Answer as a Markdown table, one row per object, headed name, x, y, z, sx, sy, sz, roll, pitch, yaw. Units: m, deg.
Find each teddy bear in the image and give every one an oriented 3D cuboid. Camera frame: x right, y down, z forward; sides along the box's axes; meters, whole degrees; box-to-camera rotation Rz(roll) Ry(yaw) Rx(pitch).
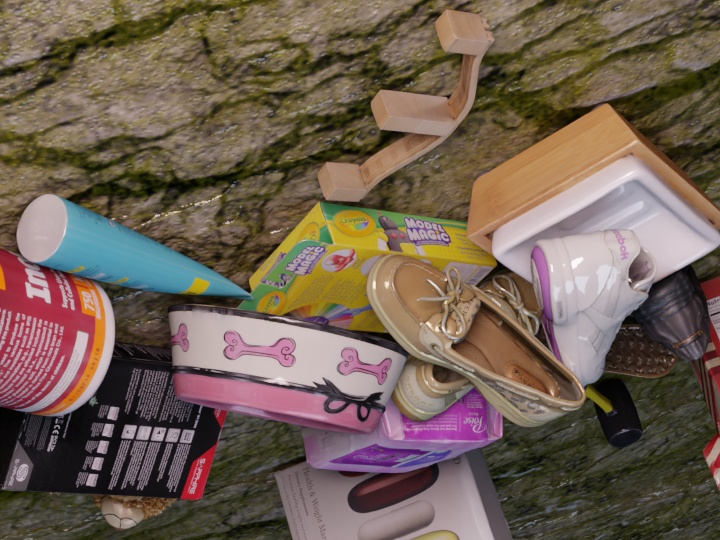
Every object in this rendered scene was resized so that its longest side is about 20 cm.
| name | x | y | z | sx | sy | sz | roll | pitch | yaw |
| --- | --- | --- | --- | --- | --- | --- | --- | --- | --- |
| teddy bear | -0.218 | 0.180 | 1.577 | 0.144 | 0.067 | 0.200 | 0 | 145 | -26 |

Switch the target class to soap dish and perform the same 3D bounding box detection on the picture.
| name | x | y | z | sx | sy | sz | roll | pitch | yaw |
| --- | --- | --- | --- | --- | --- | --- | --- | --- | --- |
| soap dish | 0.193 | -0.048 | 1.402 | 0.157 | 0.082 | 0.200 | -30 | 149 | 21 |

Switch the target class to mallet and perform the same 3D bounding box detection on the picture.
| name | x | y | z | sx | sy | sz | roll | pitch | yaw |
| --- | --- | --- | --- | --- | --- | --- | --- | --- | --- |
| mallet | 0.227 | 0.112 | 1.753 | 0.041 | 0.066 | 0.200 | -30 | 134 | 19 |

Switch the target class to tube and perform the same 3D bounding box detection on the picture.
| name | x | y | z | sx | sy | sz | roll | pitch | yaw |
| --- | --- | --- | --- | --- | --- | --- | --- | --- | --- |
| tube | -0.171 | -0.007 | 1.300 | 0.077 | 0.051 | 0.200 | 13 | 174 | 39 |

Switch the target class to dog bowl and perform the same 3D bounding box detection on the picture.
| name | x | y | z | sx | sy | sz | roll | pitch | yaw |
| --- | --- | --- | --- | --- | --- | --- | --- | --- | --- |
| dog bowl | -0.064 | 0.083 | 1.388 | 0.199 | 0.074 | 0.200 | 10 | 173 | 1 |

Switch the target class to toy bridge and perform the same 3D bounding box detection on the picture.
| name | x | y | z | sx | sy | sz | roll | pitch | yaw |
| --- | --- | --- | --- | --- | --- | --- | --- | --- | --- |
| toy bridge | 0.040 | -0.114 | 1.256 | 0.067 | 0.027 | 0.200 | 1 | 146 | -34 |

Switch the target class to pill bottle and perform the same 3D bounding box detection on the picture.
| name | x | y | z | sx | sy | sz | roll | pitch | yaw |
| --- | --- | --- | --- | --- | --- | --- | --- | --- | --- |
| pill bottle | -0.284 | 0.035 | 1.241 | 0.113 | 0.114 | 0.199 | -34 | 148 | 27 |

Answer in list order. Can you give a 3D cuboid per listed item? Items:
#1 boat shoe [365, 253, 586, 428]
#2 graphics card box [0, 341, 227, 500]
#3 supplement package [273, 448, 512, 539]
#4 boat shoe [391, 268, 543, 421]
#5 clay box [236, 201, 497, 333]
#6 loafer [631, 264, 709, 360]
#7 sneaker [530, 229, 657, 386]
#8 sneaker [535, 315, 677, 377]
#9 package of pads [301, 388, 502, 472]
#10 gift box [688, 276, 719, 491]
| name | x | y | z | sx | sy | sz | roll | pitch | yaw |
| --- | --- | --- | --- | --- | --- | --- | --- | --- | --- |
| boat shoe | 0.093 | 0.050 | 1.356 | 0.200 | 0.074 | 0.063 | 35 | 152 | -19 |
| graphics card box | -0.208 | 0.125 | 1.441 | 0.199 | 0.051 | 0.126 | 8 | 105 | -41 |
| supplement package | 0.045 | 0.276 | 1.761 | 0.199 | 0.192 | 0.147 | -23 | 152 | 7 |
| boat shoe | 0.104 | 0.054 | 1.463 | 0.200 | 0.073 | 0.063 | -34 | 178 | -37 |
| clay box | 0.000 | 0.000 | 1.409 | 0.199 | 0.048 | 0.115 | 8 | 141 | -37 |
| loafer | 0.277 | 0.036 | 1.533 | 0.073 | 0.073 | 0.200 | -30 | -179 | 15 |
| sneaker | 0.194 | 0.033 | 1.378 | 0.099 | 0.075 | 0.200 | -17 | 151 | 2 |
| sneaker | 0.188 | 0.058 | 1.593 | 0.199 | 0.068 | 0.090 | 13 | -179 | -13 |
| package of pads | 0.033 | 0.136 | 1.556 | 0.120 | 0.076 | 0.200 | 2 | 165 | -22 |
| gift box | 0.416 | 0.111 | 1.691 | 0.183 | 0.201 | 0.187 | -17 | 153 | 8 |
